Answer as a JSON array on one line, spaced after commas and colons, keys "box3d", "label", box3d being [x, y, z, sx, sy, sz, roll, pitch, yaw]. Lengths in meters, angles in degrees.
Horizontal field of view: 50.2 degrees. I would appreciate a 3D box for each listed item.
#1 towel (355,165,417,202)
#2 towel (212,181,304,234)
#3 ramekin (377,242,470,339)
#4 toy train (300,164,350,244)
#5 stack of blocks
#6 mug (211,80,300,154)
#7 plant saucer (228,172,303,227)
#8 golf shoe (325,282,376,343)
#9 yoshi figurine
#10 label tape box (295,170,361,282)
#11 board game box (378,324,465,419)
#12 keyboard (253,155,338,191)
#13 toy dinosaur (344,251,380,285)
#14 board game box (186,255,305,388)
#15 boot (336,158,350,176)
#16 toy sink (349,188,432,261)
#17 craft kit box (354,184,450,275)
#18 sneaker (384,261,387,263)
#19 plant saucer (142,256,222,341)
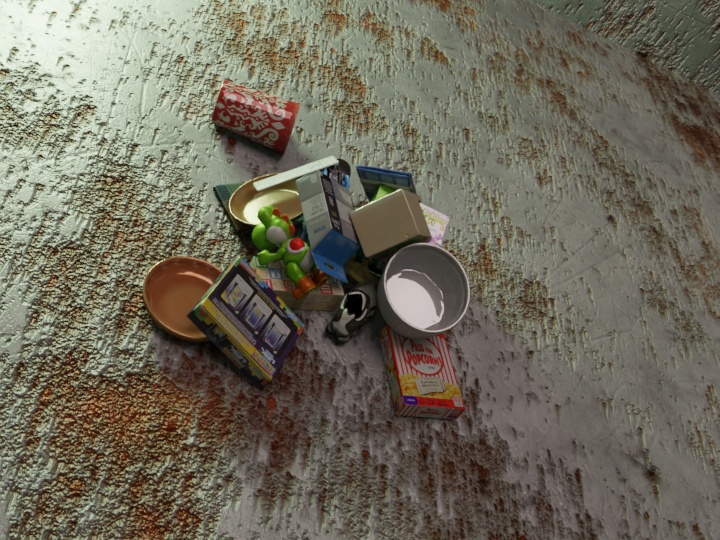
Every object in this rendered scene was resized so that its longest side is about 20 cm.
[{"box3d": [0.075, -0.195, 1.888, 0.144, 0.200, 0.024, 12, 70, 19], "label": "towel"}, {"box3d": [-0.231, -0.153, 1.798, 0.197, 0.022, 0.148, -12, 57, -37], "label": "towel"}, {"box3d": [0.129, 0.052, 1.663, 0.196, 0.105, 0.204, 6, 68, -15], "label": "ramekin"}, {"box3d": [-0.083, -0.145, 1.774, 0.085, 0.114, 0.204, 14, 70, -22], "label": "toy train"}, {"box3d": [-0.144, 0.019, 1.663, 0.197, 0.059, 0.117, 5, 49, -29], "label": "stack of blocks"}, {"box3d": [-0.268, -0.384, 1.940, 0.197, 0.177, 0.136, 18, 80, -11], "label": "mug"}, {"box3d": [-0.196, -0.150, 1.728, 0.196, 0.036, 0.202, -5, 40, 4], "label": "plant saucer"}, {"box3d": [-0.001, 0.073, 1.679, 0.077, 0.095, 0.201, 32, 40, 0], "label": "golf shoe"}, {"box3d": [-0.158, -0.038, 1.609, 0.202, 0.111, 0.112, 55, 4, 4], "label": "yoshi figurine"}, {"box3d": [-0.058, -0.090, 1.612, 0.143, 0.065, 0.203, 26, 45, -61], "label": "label tape box"}, {"box3d": [0.130, 0.219, 1.660, 0.149, 0.047, 0.202, 9, 47, -26], "label": "board game box"}, {"box3d": [-0.147, -0.222, 1.750, 0.197, 0.011, 0.056, -21, 22, -10], "label": "keyboard"}, {"box3d": [0.000, 0.000, 1.740, 0.198, 0.058, 0.102, 29, 26, -22], "label": "toy dinosaur"}, {"box3d": [-0.218, 0.099, 1.500, 0.200, 0.056, 0.166, 49, 40, -14], "label": "board game box"}, {"box3d": [-0.075, -0.173, 1.890, 0.073, 0.075, 0.203, 26, 60, -17], "label": "boot"}, {"box3d": [0.077, -0.095, 1.701, 0.114, 0.128, 0.200, 69, 14, 6], "label": "toy sink"}, {"box3d": [0.098, -0.075, 1.848, 0.197, 0.048, 0.201, 23, 71, -12], "label": "craft kit box"}, {"box3d": [0.098, -0.001, 1.781, 0.097, 0.078, 0.204, 8, 73, -2], "label": "sneaker"}, {"box3d": [-0.335, 0.060, 1.520, 0.197, 0.038, 0.203, 18, 44, -19], "label": "plant saucer"}]
